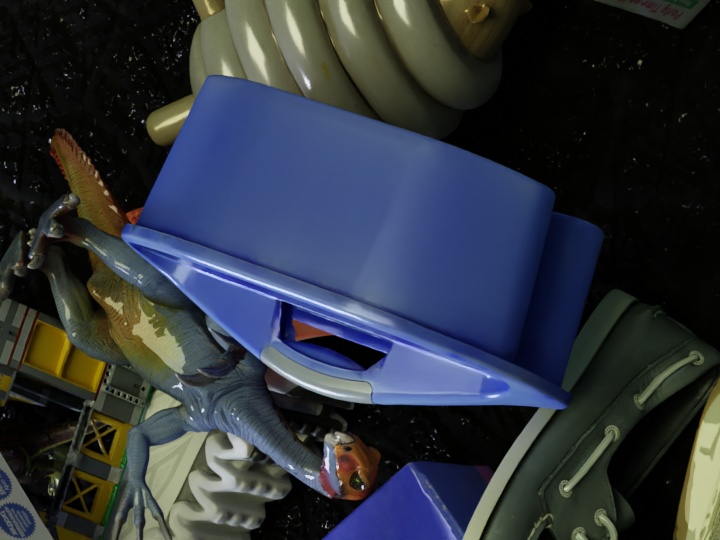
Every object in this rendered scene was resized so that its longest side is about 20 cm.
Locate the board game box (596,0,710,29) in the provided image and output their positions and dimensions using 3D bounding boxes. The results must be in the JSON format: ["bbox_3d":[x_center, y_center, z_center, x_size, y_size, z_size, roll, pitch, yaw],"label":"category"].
[{"bbox_3d":[0.152,-0.197,1.090,0.200,0.148,0.064,-47,66,20],"label":"board game box"}]

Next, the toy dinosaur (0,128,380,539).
[{"bbox_3d":[-0.067,0.028,1.177,0.105,0.181,0.200,-44,23,43],"label":"toy dinosaur"}]

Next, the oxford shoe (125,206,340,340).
[{"bbox_3d":[-0.028,0.002,1.234,0.200,0.073,0.071,6,98,32],"label":"oxford shoe"}]

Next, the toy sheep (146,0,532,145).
[{"bbox_3d":[-0.012,-0.106,1.197,0.200,0.138,0.138,-23,75,26],"label":"toy sheep"}]

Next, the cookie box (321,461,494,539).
[{"bbox_3d":[0.017,0.211,1.188,0.200,0.075,0.171,-43,67,23],"label":"cookie box"}]

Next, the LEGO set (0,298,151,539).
[{"bbox_3d":[-0.198,0.076,1.268,0.200,0.116,0.154,16,82,54],"label":"LEGO set"}]

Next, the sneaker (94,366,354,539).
[{"bbox_3d":[-0.088,0.106,1.269,0.200,0.075,0.081,-51,56,10],"label":"sneaker"}]

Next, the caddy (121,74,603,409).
[{"bbox_3d":[0.000,0.000,1.078,0.200,0.141,0.105,19,86,26],"label":"caddy"}]

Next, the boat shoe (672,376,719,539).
[{"bbox_3d":[0.164,0.141,1.104,0.066,0.072,0.201,8,87,37],"label":"boat shoe"}]

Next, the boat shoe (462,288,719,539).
[{"bbox_3d":[0.091,0.095,1.111,0.062,0.073,0.200,24,58,14],"label":"boat shoe"}]

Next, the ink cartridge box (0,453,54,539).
[{"bbox_3d":[-0.222,0.071,1.206,0.200,0.044,0.094,56,133,18],"label":"ink cartridge box"}]
